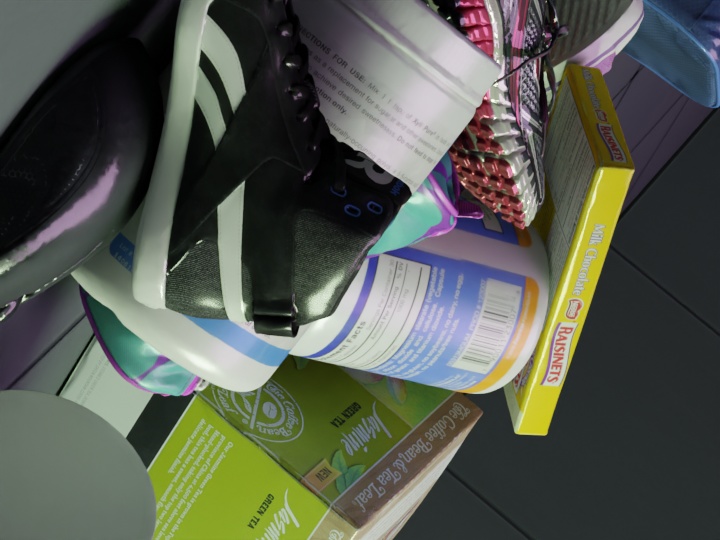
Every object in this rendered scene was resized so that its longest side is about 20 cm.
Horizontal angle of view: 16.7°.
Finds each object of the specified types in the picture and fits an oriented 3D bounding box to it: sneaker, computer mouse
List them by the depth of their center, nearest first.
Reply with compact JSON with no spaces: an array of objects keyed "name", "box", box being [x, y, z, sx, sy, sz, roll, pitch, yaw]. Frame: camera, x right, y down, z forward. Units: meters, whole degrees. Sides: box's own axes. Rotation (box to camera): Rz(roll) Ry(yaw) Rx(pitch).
[{"name":"sneaker","box":[-0.026,-0.070,1.056,0.073,0.111,0.201,-68,171,-73]},{"name":"computer mouse","box":[-0.144,-0.011,1.072,0.200,0.053,0.138,-52,171,5]},{"name":"sneaker","box":[0.074,-0.103,1.273,0.074,0.081,0.201,-35,140,-21]},{"name":"sneaker","box":[0.101,-0.090,1.491,0.200,0.073,0.114,-37,131,7]}]

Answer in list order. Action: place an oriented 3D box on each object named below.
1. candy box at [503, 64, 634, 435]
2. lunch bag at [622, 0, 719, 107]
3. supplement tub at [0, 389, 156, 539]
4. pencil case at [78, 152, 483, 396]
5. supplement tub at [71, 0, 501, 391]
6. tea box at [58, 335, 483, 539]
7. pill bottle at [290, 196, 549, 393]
[{"name":"candy box","box":[0.116,-0.011,1.447,0.103,0.026,0.201,-104,-157,-50]},{"name":"lunch bag","box":[0.211,-0.212,1.607,0.133,0.200,0.136,-52,167,-6]},{"name":"supplement tub","box":[-0.193,0.169,1.264,0.145,0.145,0.200,-42,168,-45]},{"name":"pencil case","box":[-0.044,-0.015,1.268,0.199,0.093,0.085,-31,-168,11]},{"name":"supplement tub","box":[-0.041,-0.056,1.159,0.200,0.132,0.132,-51,172,6]},{"name":"tea box","box":[-0.064,0.105,1.500,0.134,0.196,0.200,-55,171,29]},{"name":"pill bottle","box":[0.000,0.000,1.401,0.199,0.112,0.112,14,126,-31]}]
